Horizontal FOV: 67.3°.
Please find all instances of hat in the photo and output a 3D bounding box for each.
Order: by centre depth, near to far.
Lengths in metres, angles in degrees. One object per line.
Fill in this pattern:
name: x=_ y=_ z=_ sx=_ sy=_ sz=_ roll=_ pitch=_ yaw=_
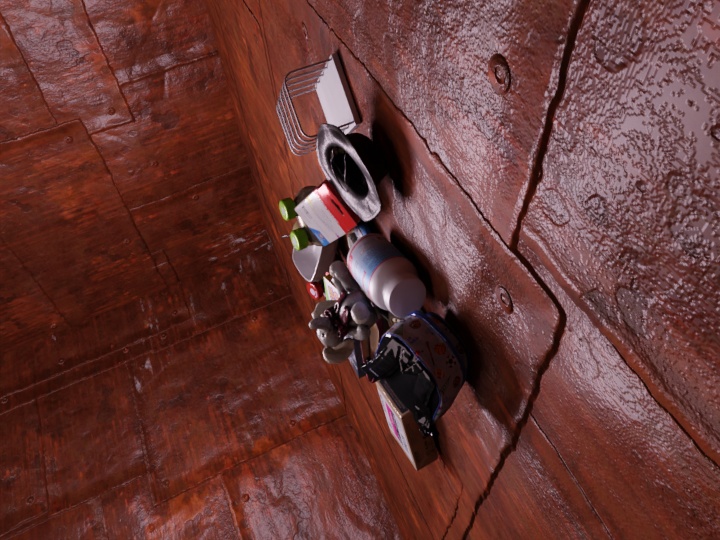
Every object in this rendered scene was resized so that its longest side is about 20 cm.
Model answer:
hat: x=-0.002 y=-0.199 z=1.028 sx=0.201 sy=0.080 sz=0.203 roll=46 pitch=156 yaw=27

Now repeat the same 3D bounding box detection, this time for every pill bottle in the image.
pill bottle: x=0.052 y=0.011 z=1.091 sx=0.200 sy=0.106 sz=0.111 roll=-132 pitch=23 yaw=-57

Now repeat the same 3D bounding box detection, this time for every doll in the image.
doll: x=0.017 y=-0.056 z=1.265 sx=0.136 sy=0.047 sz=0.207 roll=179 pitch=76 yaw=-85

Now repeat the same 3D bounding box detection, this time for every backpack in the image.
backpack: x=0.114 y=0.170 z=0.980 sx=0.199 sy=0.154 sz=0.192 roll=42 pitch=159 yaw=17

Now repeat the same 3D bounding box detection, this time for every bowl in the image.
bowl: x=-0.130 y=-0.082 z=1.657 sx=0.200 sy=0.073 sz=0.205 roll=45 pitch=124 yaw=55

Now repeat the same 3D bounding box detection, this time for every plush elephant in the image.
plush elephant: x=-0.047 y=0.108 z=1.205 sx=0.167 sy=0.153 sz=0.200 roll=60 pitch=-175 yaw=30

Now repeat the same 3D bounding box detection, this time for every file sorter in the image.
file sorter: x=-0.098 y=-0.336 z=1.138 sx=0.200 sy=0.121 sz=0.143 roll=-175 pitch=64 yaw=-76

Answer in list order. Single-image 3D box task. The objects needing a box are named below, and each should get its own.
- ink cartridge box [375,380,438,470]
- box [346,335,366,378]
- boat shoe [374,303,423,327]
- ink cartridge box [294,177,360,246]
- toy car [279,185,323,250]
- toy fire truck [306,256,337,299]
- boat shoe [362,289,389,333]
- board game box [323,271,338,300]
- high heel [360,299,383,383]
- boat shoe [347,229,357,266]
ink cartridge box: x=0.122 y=0.393 z=1.429 sx=0.165 sy=0.073 sz=0.205 roll=43 pitch=154 yaw=58
box: x=-0.006 y=0.177 z=1.611 sx=0.204 sy=0.102 sz=0.184 roll=82 pitch=161 yaw=-46
boat shoe: x=0.093 y=0.107 z=1.165 sx=0.200 sy=0.067 sz=0.077 roll=-136 pitch=26 yaw=-61
ink cartridge box: x=-0.062 y=-0.138 z=1.207 sx=0.117 sy=0.067 sz=0.199 roll=50 pitch=155 yaw=-9
toy car: x=-0.146 y=-0.133 z=1.487 sx=0.199 sy=0.161 sz=0.162 roll=-18 pitch=94 yaw=66
toy fire truck: x=-0.102 y=0.011 z=1.792 sx=0.165 sy=0.111 sz=0.205 roll=11 pitch=125 yaw=46
boat shoe: x=0.031 y=0.105 z=1.363 sx=0.063 sy=0.072 sz=0.205 roll=-8 pitch=109 yaw=32
board game box: x=-0.048 y=0.089 z=1.478 sx=0.200 sy=0.029 sz=0.098 roll=43 pitch=146 yaw=47
high heel: x=0.019 y=0.161 z=1.292 sx=0.096 sy=0.066 sz=0.205 roll=-36 pitch=-76 yaw=-57
boat shoe: x=0.001 y=0.000 z=1.396 sx=0.072 sy=0.059 sz=0.207 roll=-153 pitch=43 yaw=-71
